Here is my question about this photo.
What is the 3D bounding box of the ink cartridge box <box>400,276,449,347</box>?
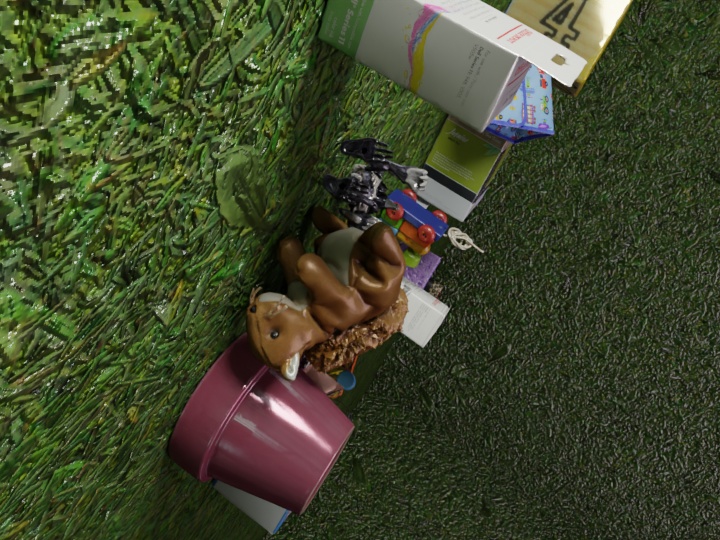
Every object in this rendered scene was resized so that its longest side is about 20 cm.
[{"bbox_3d":[0.077,0.060,1.247,0.086,0.198,0.146,-59,170,8],"label":"ink cartridge box"}]

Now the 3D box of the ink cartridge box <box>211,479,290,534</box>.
[{"bbox_3d":[-0.149,0.349,1.140,0.149,0.143,0.200,-59,170,9],"label":"ink cartridge box"}]

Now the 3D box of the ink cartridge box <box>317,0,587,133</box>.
[{"bbox_3d":[0.079,-0.183,0.504,0.117,0.198,0.068,-44,164,-53],"label":"ink cartridge box"}]

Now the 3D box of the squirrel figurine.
[{"bbox_3d":[-0.039,0.054,0.713,0.187,0.141,0.201,-47,134,-19],"label":"squirrel figurine"}]

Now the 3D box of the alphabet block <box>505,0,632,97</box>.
[{"bbox_3d":[0.404,-0.493,1.222,0.198,0.198,0.195,-61,170,15],"label":"alphabet block"}]

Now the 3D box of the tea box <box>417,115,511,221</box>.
[{"bbox_3d":[0.233,-0.244,1.312,0.199,0.133,0.200,-63,170,29],"label":"tea box"}]

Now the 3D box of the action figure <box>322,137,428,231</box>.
[{"bbox_3d":[0.020,-0.096,0.778,0.120,0.101,0.200,-60,167,2],"label":"action figure"}]

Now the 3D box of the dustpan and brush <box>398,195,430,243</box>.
[{"bbox_3d":[0.115,-0.112,1.312,0.140,0.057,0.200,-54,167,11],"label":"dustpan and brush"}]

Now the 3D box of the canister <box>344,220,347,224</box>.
[{"bbox_3d":[0.000,0.000,1.000,0.150,0.086,0.200,-62,169,-7],"label":"canister"}]

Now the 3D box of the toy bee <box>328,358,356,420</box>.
[{"bbox_3d":[-0.066,0.287,1.578,0.132,0.107,0.203,92,6,-56],"label":"toy bee"}]

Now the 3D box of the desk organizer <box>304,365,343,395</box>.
[{"bbox_3d":[-0.103,0.209,1.003,0.072,0.077,0.200,-53,-176,-27],"label":"desk organizer"}]

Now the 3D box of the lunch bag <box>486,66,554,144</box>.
[{"bbox_3d":[0.260,-0.325,1.100,0.198,0.093,0.154,-1,88,-44],"label":"lunch bag"}]

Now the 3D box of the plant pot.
[{"bbox_3d":[-0.113,0.204,0.782,0.202,0.177,0.200,-57,171,-14],"label":"plant pot"}]

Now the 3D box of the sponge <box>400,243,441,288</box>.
[{"bbox_3d":[0.116,0.025,1.603,0.202,0.111,0.030,-59,168,3],"label":"sponge"}]

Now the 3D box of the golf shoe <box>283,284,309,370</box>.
[{"bbox_3d":[-0.079,0.075,0.875,0.092,0.072,0.202,-43,162,-56],"label":"golf shoe"}]

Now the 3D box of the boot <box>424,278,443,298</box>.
[{"bbox_3d":[0.152,0.061,1.779,0.073,0.149,0.201,-50,167,-37],"label":"boot"}]

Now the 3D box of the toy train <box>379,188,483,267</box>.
[{"bbox_3d":[0.117,-0.050,1.130,0.085,0.199,0.116,-45,169,-52],"label":"toy train"}]
